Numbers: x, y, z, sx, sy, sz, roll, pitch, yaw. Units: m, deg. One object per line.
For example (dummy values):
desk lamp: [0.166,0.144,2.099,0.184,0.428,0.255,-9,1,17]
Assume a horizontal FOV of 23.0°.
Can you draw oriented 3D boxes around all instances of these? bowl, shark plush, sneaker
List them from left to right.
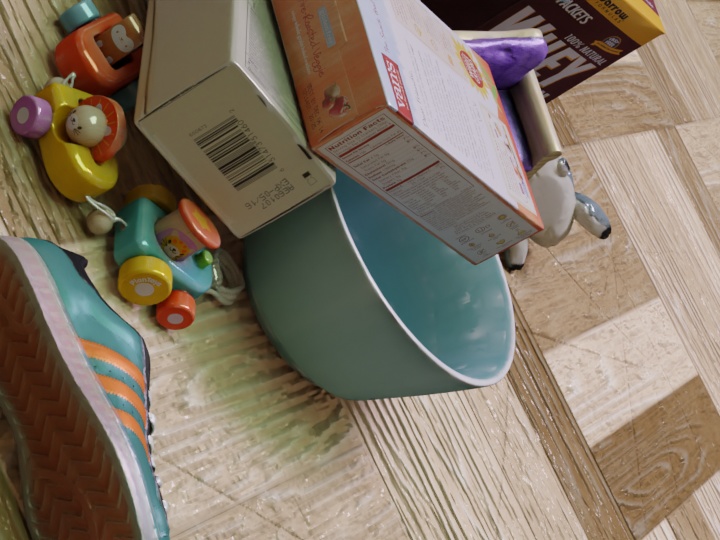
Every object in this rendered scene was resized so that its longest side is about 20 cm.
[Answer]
sneaker: [-0.126,0.072,0.856,0.080,0.071,0.202,-1,64,-56]
bowl: [0.000,0.000,1.111,0.201,0.104,0.202,42,33,-35]
shark plush: [0.126,-0.086,1.425,0.200,0.090,0.084,55,11,-41]

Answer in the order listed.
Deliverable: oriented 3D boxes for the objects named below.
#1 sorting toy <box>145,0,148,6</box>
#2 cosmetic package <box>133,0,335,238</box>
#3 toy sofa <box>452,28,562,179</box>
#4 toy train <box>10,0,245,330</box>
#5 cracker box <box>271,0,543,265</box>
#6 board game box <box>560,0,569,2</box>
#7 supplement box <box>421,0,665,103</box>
sorting toy: [-0.076,-0.226,1.227,0.199,0.036,0.187,3,61,-45]
cosmetic package: [-0.071,-0.126,1.046,0.104,0.073,0.201,49,22,-31]
toy sofa: [0.044,-0.109,1.223,0.198,0.098,0.084,-2,64,-32]
toy train: [-0.121,-0.068,1.019,0.201,0.055,0.150,60,27,-2]
cracker box: [0.028,-0.101,1.066,0.200,0.057,0.135,34,35,-53]
board game box: [0.064,-0.278,1.240,0.198,0.104,0.105,12,43,0]
supplement box: [0.108,-0.244,1.435,0.132,0.199,0.199,27,41,-47]
